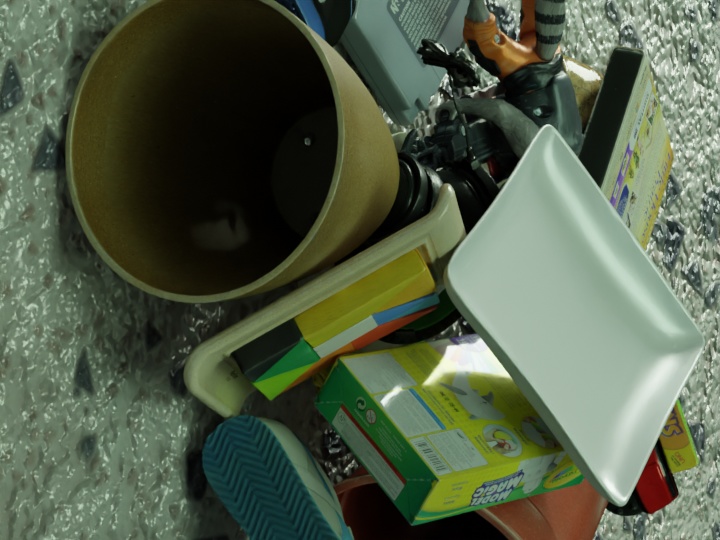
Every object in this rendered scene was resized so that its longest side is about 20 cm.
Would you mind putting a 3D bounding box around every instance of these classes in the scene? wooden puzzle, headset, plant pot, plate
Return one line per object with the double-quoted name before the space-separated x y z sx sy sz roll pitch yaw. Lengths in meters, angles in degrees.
"wooden puzzle" -0.013 0.029 1.462 0.037 0.199 0.185 56 -1 12
"headset" 0.041 -0.051 1.582 0.123 0.094 0.202 1 115 -38
"plant pot" -0.054 -0.070 1.449 0.200 0.185 0.188 7 88 -66
"plant pot" 0.084 0.176 1.650 0.195 0.199 0.202 -48 131 -50
"plate" 0.140 0.030 1.551 0.201 0.032 0.200 53 40 -14

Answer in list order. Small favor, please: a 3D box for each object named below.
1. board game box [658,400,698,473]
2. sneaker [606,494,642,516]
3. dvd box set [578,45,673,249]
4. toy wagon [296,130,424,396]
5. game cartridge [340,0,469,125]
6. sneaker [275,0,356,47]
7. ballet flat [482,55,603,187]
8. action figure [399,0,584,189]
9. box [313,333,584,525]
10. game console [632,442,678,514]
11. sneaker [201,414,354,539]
"board game box" 0.209 0.051 1.726 0.096 0.030 0.202 23 50 -81
"sneaker" 0.186 0.097 1.881 0.201 0.066 0.091 61 23 -20
"dvd box set" 0.208 -0.071 1.861 0.200 0.029 0.147 55 52 -65
"toy wagon" 0.000 0.000 1.629 0.155 0.039 0.201 51 55 -44
"game cartridge" 0.042 -0.223 1.667 0.133 0.041 0.201 52 53 -38
"sneaker" -0.053 -0.231 1.512 0.078 0.070 0.201 -53 140 -42
"ballet flat" 0.127 -0.085 1.791 0.065 0.070 0.201 36 59 -19
"action figure" 0.108 -0.126 1.661 0.200 0.104 0.195 -36 121 -48
"box" 0.077 0.098 1.545 0.199 0.117 0.049 -8 138 -44
"game console" 0.194 0.084 1.754 0.177 0.031 0.202 27 44 -81
"sneaker" -0.030 0.186 1.518 0.201 0.076 0.081 66 14 9
